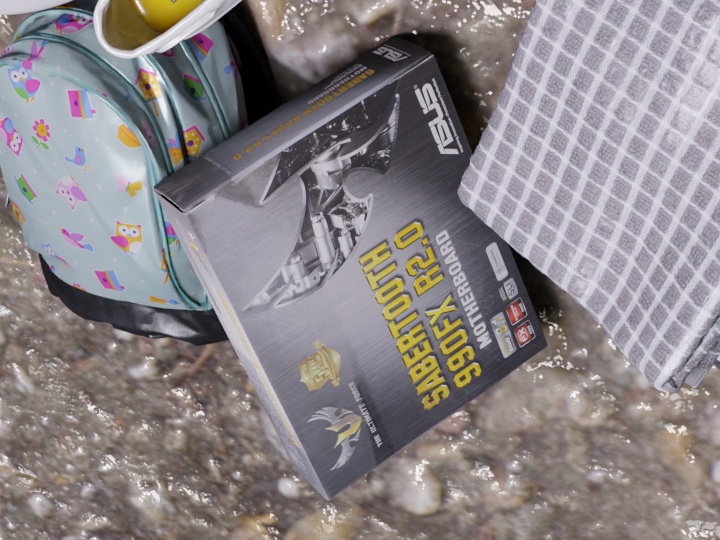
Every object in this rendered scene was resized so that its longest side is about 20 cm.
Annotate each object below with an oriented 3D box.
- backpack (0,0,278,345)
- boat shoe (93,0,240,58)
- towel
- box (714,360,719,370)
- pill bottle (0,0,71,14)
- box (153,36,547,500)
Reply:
[{"bbox_3d":[-0.123,-0.063,0.984,0.166,0.127,0.201,12,129,22],"label":"backpack"},{"bbox_3d":[-0.063,-0.164,0.815,0.075,0.086,0.202,48,127,-8],"label":"boat shoe"},{"bbox_3d":[0.143,-0.060,0.827,0.165,0.085,0.201,40,127,23],"label":"towel"},{"bbox_3d":[0.239,-0.016,0.897,0.193,0.048,0.200,-31,109,39],"label":"box"},{"bbox_3d":[-0.184,-0.237,0.872,0.111,0.112,0.201,0,128,27],"label":"pill bottle"},{"bbox_3d":[0.000,0.000,0.959,0.048,0.158,0.201,33,152,55],"label":"box"}]
